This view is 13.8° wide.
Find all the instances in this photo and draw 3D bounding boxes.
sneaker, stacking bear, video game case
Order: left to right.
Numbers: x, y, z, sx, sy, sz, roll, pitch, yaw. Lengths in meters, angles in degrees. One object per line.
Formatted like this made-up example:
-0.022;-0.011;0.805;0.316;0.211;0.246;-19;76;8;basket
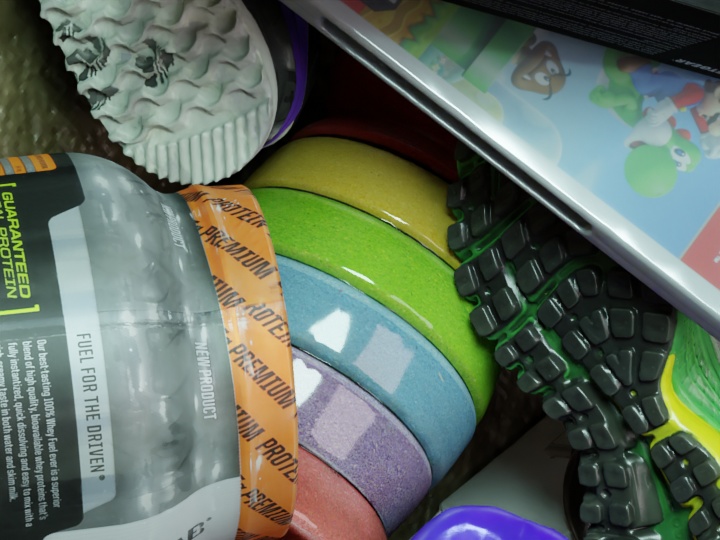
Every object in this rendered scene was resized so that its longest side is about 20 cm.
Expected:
-0.067;-0.127;0.887;0.099;0.069;0.201;-32;102;-64;sneaker
0.000;0.000;0.930;0.121;0.114;0.200;45;62;-34;stacking bear
0.068;-0.093;0.837;0.200;0.017;0.143;38;73;2;video game case
0.090;0.020;0.888;0.085;0.078;0.201;-28;101;-50;sneaker

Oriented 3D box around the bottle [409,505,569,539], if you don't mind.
0.029;0.147;0.929;0.200;0.065;0.084;97;16;-61;bottle

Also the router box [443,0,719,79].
0.043;-0.148;0.765;0.200;0.052;0.158;13;77;-32;router box

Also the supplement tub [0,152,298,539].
-0.122;0.034;0.772;0.199;0.123;0.123;-6;100;-11;supplement tub

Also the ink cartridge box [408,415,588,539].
0.104;0.103;1.050;0.200;0.067;0.117;-37;117;-31;ink cartridge box

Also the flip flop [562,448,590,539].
0.093;0.080;0.951;0.057;0.081;0.201;18;86;-31;flip flop
